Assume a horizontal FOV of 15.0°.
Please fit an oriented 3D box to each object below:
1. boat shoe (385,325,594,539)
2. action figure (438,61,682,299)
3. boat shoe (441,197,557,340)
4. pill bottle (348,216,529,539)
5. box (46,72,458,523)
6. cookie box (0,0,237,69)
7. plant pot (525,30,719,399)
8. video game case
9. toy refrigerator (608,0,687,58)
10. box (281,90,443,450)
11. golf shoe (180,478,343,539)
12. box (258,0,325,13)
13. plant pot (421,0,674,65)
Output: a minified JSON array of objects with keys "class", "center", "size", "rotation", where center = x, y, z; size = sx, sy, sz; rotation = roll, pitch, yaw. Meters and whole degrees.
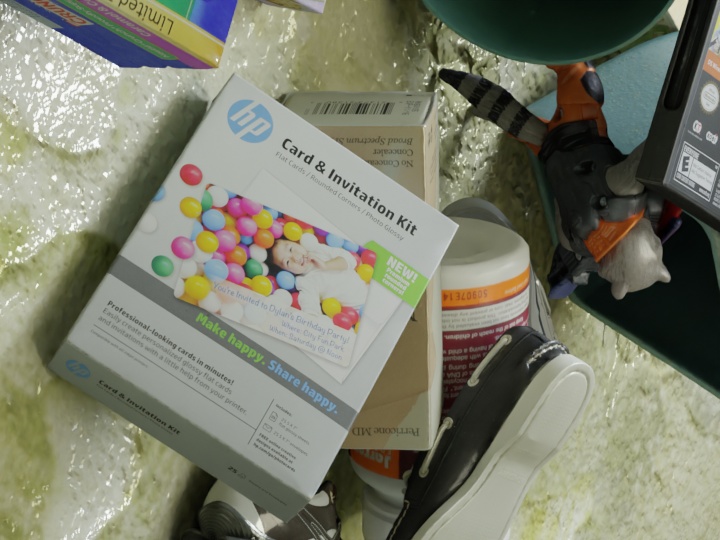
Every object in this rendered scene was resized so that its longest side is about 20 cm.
[{"class":"boat shoe","center":[0.061,0.124,1.653],"size":[0.074,0.060,0.200],"rotation":[26,98,-52]},{"class":"action figure","center":[0.132,-0.056,1.789],"size":[0.104,0.194,0.200],"rotation":[-14,149,-37]},{"class":"boat shoe","center":[0.091,0.026,1.859],"size":[0.065,0.073,0.200],"rotation":[-94,169,-56]},{"class":"pill bottle","center":[0.048,0.076,1.729],"size":[0.114,0.114,0.201],"rotation":[-29,124,-56]},{"class":"box","center":[-0.054,0.013,1.482],"size":[0.200,0.156,0.041],"rotation":[-60,-172,-34]},{"class":"cookie box","center":[-0.119,-0.219,1.310],"size":[0.171,0.075,0.200],"rotation":[27,74,-46]},{"class":"plant pot","center":[0.264,-0.060,1.935],"size":[0.200,0.196,0.196],"rotation":[-37,136,-20]},{"class":"video game case","center":[0.247,-0.115,1.722],"size":[0.200,0.025,0.181],"rotation":[25,81,-56]},{"class":"toy refrigerator","center":[0.209,-0.195,1.987],"size":[0.200,0.076,0.070],"rotation":[50,55,-57]},{"class":"box","center":[0.000,0.000,1.609],"size":[0.078,0.095,0.201],"rotation":[-71,159,-70]},{"class":"golf shoe","center":[-0.032,0.164,1.646],"size":[0.200,0.078,0.095],"rotation":[46,59,-59]},{"class":"box","center":[-0.077,-0.181,1.482],"size":[0.200,0.041,0.039],"rotation":[17,83,-63]},{"class":"plant pot","center":[0.133,-0.249,1.706],"size":[0.161,0.200,0.201],"rotation":[-49,140,-58]}]
